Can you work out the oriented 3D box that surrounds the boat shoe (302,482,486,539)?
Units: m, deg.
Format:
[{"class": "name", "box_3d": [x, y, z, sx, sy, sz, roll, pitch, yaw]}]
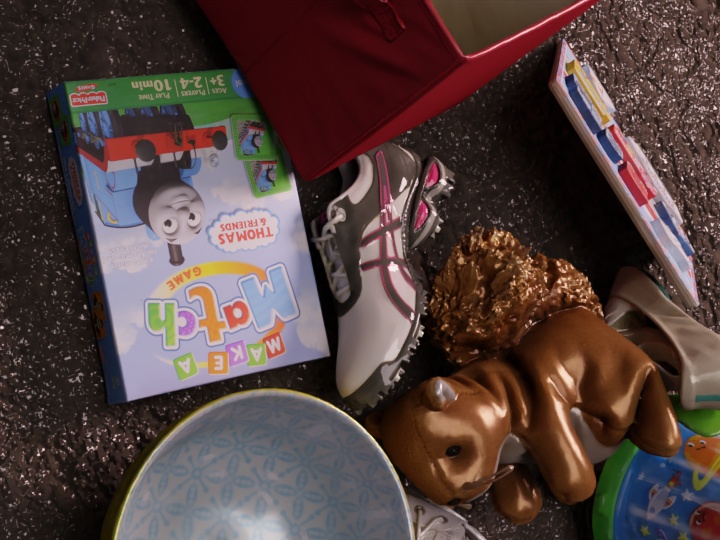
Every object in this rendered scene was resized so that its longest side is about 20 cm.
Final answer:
[{"class": "boat shoe", "box_3d": [0.044, 0.186, 0.910, 0.200, 0.069, 0.071, 32, 70, -23]}]

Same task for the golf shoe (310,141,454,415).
[{"class": "golf shoe", "box_3d": [0.000, 0.000, 0.911, 0.088, 0.077, 0.200, 24, 57, -21]}]

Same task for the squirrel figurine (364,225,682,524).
[{"class": "squirrel figurine", "box_3d": [0.093, 0.075, 0.929, 0.186, 0.142, 0.200, -5, 76, -28]}]

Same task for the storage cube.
[{"class": "storage cube", "box_3d": [0.021, -0.190, 0.863, 0.200, 0.180, 0.171, -32, 89, -39]}]

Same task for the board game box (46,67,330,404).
[{"class": "board game box", "box_3d": [-0.108, -0.027, 0.869, 0.151, 0.037, 0.200, -11, 89, -34]}]

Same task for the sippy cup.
[{"class": "sippy cup", "box_3d": [0.263, 0.182, 0.988, 0.178, 0.130, 0.140, 33, 80, -42]}]

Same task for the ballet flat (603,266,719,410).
[{"class": "ballet flat", "box_3d": [0.214, 0.050, 0.985, 0.069, 0.200, 0.070, -4, 108, -14]}]

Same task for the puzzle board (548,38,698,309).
[{"class": "puzzle board", "box_3d": [0.206, -0.081, 1.031, 0.200, 0.017, 0.151, 56, 21, -12]}]

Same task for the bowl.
[{"class": "bowl", "box_3d": [-0.078, 0.174, 0.813, 0.200, 0.108, 0.201, 5, 80, -32]}]
